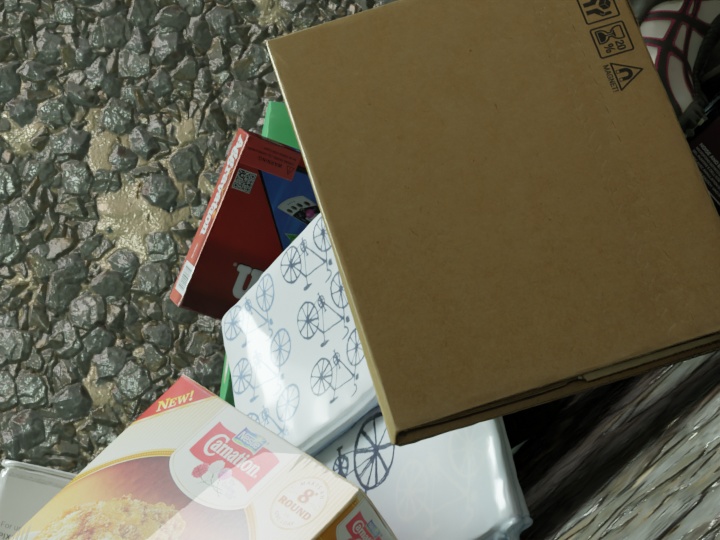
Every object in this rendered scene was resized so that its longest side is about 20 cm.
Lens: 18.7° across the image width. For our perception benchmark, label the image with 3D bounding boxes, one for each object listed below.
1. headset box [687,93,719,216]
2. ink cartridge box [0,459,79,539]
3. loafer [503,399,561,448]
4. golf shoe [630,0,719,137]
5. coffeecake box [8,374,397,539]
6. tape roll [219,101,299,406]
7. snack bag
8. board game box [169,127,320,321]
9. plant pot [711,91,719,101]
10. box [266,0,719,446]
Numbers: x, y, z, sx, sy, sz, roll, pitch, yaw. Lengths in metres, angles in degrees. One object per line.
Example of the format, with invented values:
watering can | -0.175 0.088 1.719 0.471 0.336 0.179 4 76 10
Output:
headset box | 0.205 -0.056 1.118 0.200 0.077 0.149 -40 1 8
ink cartridge box | -0.167 0.204 1.122 0.146 0.084 0.202 139 143 -82
loafer | 0.045 0.085 1.187 0.067 0.076 0.200 -33 5 40
golf shoe | 0.132 -0.097 1.069 0.077 0.088 0.200 -37 6 48
coffeecake box | -0.094 0.158 0.940 0.200 0.073 0.153 -43 35 -16
tape roll | -0.050 -0.001 1.336 0.200 0.048 0.202 -170 90 -86
snack bag | -0.001 0.065 0.994 0.021 0.202 0.188 6 -32 -33
board game box | 0.000 0.000 1.231 0.104 0.199 0.019 -66 28 9
plant pot | 0.129 -0.159 1.198 0.140 0.202 0.141 -13 26 -18
box | 0.062 -0.038 0.941 0.162 0.201 0.021 -17 -26 -4
